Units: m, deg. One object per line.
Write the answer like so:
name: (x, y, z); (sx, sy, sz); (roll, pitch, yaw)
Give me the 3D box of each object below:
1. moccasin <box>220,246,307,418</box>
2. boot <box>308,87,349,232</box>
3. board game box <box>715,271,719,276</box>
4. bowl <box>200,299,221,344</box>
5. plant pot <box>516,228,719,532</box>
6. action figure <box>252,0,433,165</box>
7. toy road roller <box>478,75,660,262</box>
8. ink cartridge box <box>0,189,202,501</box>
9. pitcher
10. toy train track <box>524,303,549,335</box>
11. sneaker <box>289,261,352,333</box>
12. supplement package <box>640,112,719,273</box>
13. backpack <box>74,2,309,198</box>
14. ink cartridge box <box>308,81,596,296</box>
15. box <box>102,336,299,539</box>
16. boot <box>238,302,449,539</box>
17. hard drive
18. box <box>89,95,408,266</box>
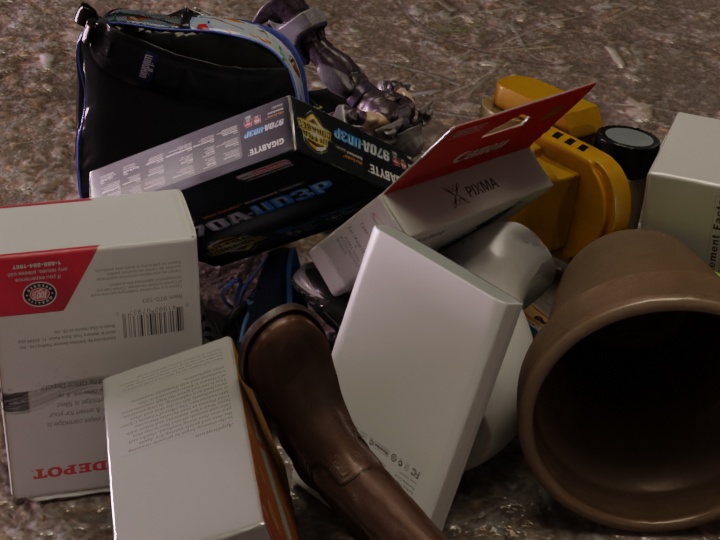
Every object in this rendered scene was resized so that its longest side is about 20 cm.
moccasin: (-0.081, 0.042, 1.395); (0.068, 0.081, 0.200); (-10, 27, 8)
boot: (-0.006, -0.112, 1.644); (0.153, 0.074, 0.204); (-14, 49, -46)
board game box: (0.272, 0.046, 1.412); (0.200, 0.048, 0.102); (27, 40, 25)
bowl: (-0.210, 0.027, 1.401); (0.200, 0.095, 0.201); (2, 33, -1)
plant pot: (0.206, 0.061, 1.272); (0.199, 0.201, 0.175); (1, 30, -1)
action figure: (-0.010, -0.169, 1.598); (0.200, 0.069, 0.130); (48, 24, 6)
toy road roller: (0.153, -0.079, 1.533); (0.146, 0.123, 0.200); (-14, 34, -41)
ink cartridge box: (-0.189, 0.054, 1.263); (0.145, 0.201, 0.083); (-6, 29, -12)
pitcher: (0.058, 0.067, 1.343); (0.171, 0.121, 0.200); (-27, 25, 30)
toy train track: (0.120, 0.033, 1.466); (0.114, 0.033, 0.200); (-17, 42, -38)
sneaker: (0.000, 0.000, 1.404); (0.074, 0.079, 0.200); (46, 16, -5)
supplement package: (0.349, -0.042, 1.505); (0.199, 0.120, 0.121); (13, 35, 17)
backpack: (-0.138, -0.132, 1.492); (0.190, 0.201, 0.154); (6, 22, 9)
ink cartridge box: (0.081, -0.061, 1.326); (0.200, 0.176, 0.045); (-21, 76, -49)
box: (-0.100, 0.159, 1.150); (0.097, 0.125, 0.200); (-19, 34, 1)
boot: (0.006, 0.134, 1.136); (0.064, 0.187, 0.200); (-33, 55, -10)
hard drive: (0.029, 0.086, 1.223); (0.027, 0.201, 0.132); (0, 24, -47)
box: (-0.084, -0.065, 1.360); (0.199, 0.046, 0.159); (-17, -22, 30)
